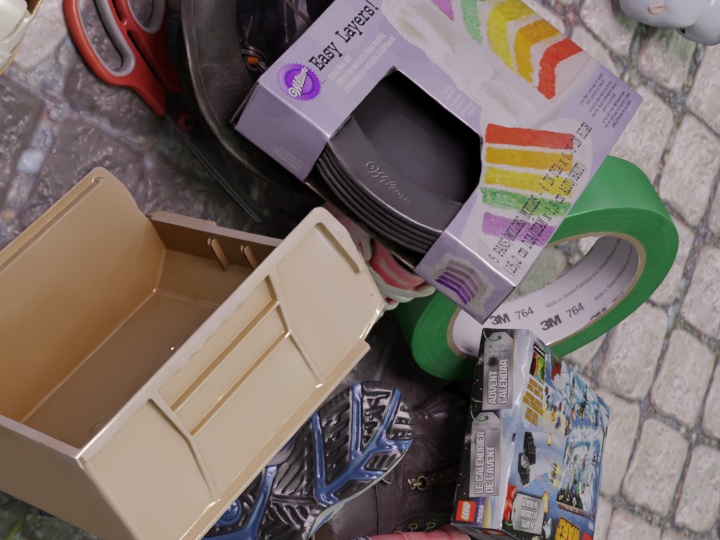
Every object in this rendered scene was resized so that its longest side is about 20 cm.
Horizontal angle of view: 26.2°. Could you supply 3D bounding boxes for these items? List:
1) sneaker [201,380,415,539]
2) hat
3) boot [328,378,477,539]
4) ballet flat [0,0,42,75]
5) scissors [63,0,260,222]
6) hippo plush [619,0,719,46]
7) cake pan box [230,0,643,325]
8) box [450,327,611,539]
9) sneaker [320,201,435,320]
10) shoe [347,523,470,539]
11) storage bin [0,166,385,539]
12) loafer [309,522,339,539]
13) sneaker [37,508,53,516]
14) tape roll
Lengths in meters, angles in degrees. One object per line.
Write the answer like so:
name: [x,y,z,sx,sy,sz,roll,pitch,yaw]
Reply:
sneaker: [-0.049,0.147,0.999,0.199,0.077,0.076,-33,85,-3]
hat: [-0.058,-0.143,0.950,0.200,0.081,0.202,5,83,-46]
boot: [0.030,0.179,1.119,0.173,0.069,0.201,-22,108,-34]
ballet flat: [-0.194,-0.163,0.833,0.069,0.063,0.201,33,74,-42]
scissors: [-0.120,-0.097,0.953,0.073,0.014,0.201,-42,125,-34]
hippo plush: [0.277,-0.271,1.244,0.199,0.160,0.161,4,125,-30]
cake pan box: [0.048,-0.090,0.900,0.184,0.052,0.200,38,52,3]
box: [0.126,0.136,1.107,0.200,0.040,0.138,40,56,-58]
sneaker: [0.000,0.000,0.970,0.075,0.105,0.201,29,114,-16]
shoe: [0.032,0.265,1.082,0.090,0.072,0.201,-8,120,-16]
storage bin: [-0.122,0.039,0.842,0.199,0.199,0.094,-47,128,-28]
loafer: [-0.083,0.238,1.000,0.071,0.073,0.201,48,67,-37]
sneaker: [-0.122,0.086,0.952,0.200,0.066,0.079,-25,101,-39]
tape roll: [0.119,0.002,1.069,0.199,0.048,0.201,-18,150,-11]
